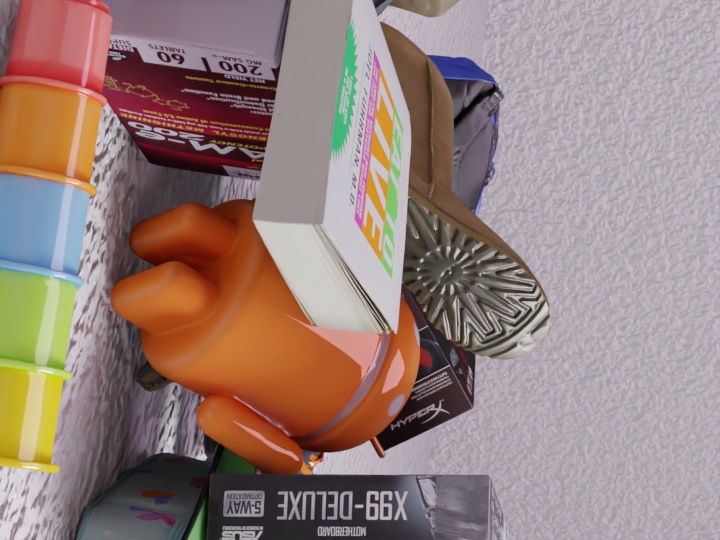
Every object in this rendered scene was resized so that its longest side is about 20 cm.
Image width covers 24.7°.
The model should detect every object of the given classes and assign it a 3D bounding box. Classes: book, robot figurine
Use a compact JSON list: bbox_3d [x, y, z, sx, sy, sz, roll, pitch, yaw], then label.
[{"bbox_3d":[-0.010,-0.057,0.822,0.200,0.048,0.134,60,37,-72],"label":"book"},{"bbox_3d":[-0.046,0.033,0.963,0.117,0.200,0.144,-47,-147,16],"label":"robot figurine"}]

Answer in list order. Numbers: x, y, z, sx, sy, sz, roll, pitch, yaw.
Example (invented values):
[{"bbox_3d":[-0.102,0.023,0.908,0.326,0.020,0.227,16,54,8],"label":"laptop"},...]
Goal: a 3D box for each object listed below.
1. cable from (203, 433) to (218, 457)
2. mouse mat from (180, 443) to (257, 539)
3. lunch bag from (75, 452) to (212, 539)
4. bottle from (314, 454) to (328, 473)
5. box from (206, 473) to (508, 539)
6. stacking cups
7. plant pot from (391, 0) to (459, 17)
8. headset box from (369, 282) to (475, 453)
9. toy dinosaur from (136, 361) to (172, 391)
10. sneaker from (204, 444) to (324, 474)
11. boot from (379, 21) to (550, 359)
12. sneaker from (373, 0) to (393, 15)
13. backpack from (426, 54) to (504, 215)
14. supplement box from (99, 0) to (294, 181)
[{"bbox_3d":[-0.087,0.059,1.190,0.097,0.050,0.200,-55,152,-68],"label":"cable"},{"bbox_3d":[-0.080,0.183,0.960,0.200,0.008,0.161,-71,160,-63],"label":"mouse mat"},{"bbox_3d":[-0.123,0.205,1.010,0.200,0.077,0.161,-32,131,-78],"label":"lunch bag"},{"bbox_3d":[-0.030,0.102,1.355,0.200,0.065,0.084,-57,-177,20],"label":"bottle"},{"bbox_3d":[0.006,0.161,0.983,0.200,0.158,0.050,67,23,-71],"label":"box"},{"bbox_3d":[-0.144,-0.018,0.691,0.061,0.060,0.200,56,39,-79],"label":"stacking cups"},{"bbox_3d":[0.024,-0.289,1.086,0.200,0.200,0.177,86,26,-62],"label":"plant pot"},{"bbox_3d":[0.000,0.000,1.102,0.200,0.075,0.149,61,11,-11],"label":"headset box"},{"bbox_3d":[-0.078,0.047,1.091,0.200,0.047,0.088,-49,139,-54],"label":"toy dinosaur"},{"bbox_3d":[-0.040,0.142,1.147,0.200,0.112,0.078,-50,-166,39],"label":"sneaker"},{"bbox_3d":[0.050,-0.058,1.044,0.066,0.175,0.200,-36,-153,22],"label":"boot"},{"bbox_3d":[-0.058,-0.183,0.954,0.202,0.146,0.077,-41,-179,40],"label":"sneaker"},{"bbox_3d":[0.030,-0.090,1.452,0.168,0.162,0.200,-117,-149,-69],"label":"backpack"},{"bbox_3d":[-0.075,-0.105,0.847,0.200,0.109,0.061,67,33,-74],"label":"supplement box"}]
